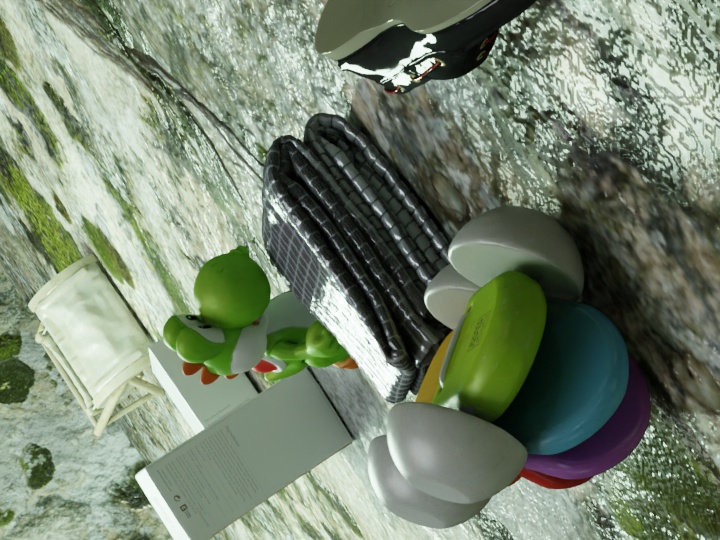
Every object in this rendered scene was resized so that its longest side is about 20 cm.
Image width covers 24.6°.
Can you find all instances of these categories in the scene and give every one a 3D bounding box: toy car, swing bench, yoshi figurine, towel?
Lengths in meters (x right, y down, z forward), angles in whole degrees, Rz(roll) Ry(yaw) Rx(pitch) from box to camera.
[{"bbox_3d":[0.099,0.073,1.002,0.149,0.176,0.200,22,160,0],"label":"toy car"},{"bbox_3d":[-0.406,0.116,2.538,0.199,0.129,0.200,54,163,16],"label":"swing bench"},{"bbox_3d":[-0.068,0.031,1.346,0.112,0.200,0.113,-14,82,42],"label":"yoshi figurine"},{"bbox_3d":[0.000,0.000,1.232,0.200,0.085,0.166,53,164,14],"label":"towel"}]

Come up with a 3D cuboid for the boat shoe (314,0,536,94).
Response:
[{"bbox_3d":[0.047,-0.143,0.889,0.063,0.074,0.201,26,164,-23],"label":"boat shoe"}]

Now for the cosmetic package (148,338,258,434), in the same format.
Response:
[{"bbox_3d":[-0.171,0.165,2.026,0.200,0.085,0.108,52,165,15],"label":"cosmetic package"}]

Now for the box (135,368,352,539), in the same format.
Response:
[{"bbox_3d":[-0.125,0.199,1.745,0.098,0.200,0.124,57,164,2],"label":"box"}]
